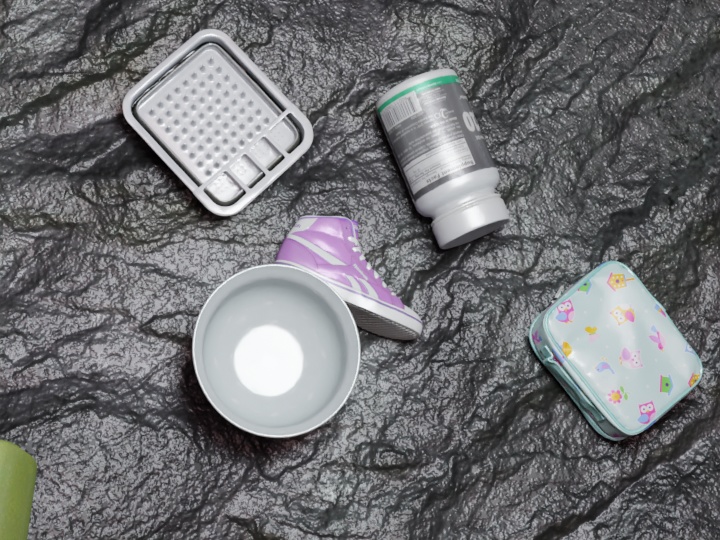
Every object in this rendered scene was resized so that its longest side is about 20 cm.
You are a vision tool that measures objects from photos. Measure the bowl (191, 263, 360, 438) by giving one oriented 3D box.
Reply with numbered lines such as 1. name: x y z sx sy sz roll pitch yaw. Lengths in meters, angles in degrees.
1. bowl: -0.103 0.101 1.717 0.199 0.090 0.203 2 77 -10

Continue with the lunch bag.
1. lunch bag: 0.310 0.100 1.809 0.160 0.077 0.201 -38 87 -16

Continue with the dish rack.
1. dish rack: -0.176 -0.178 1.791 0.172 0.044 0.200 -43 89 -16

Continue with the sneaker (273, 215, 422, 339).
1. sneaker: 0.000 0.000 1.774 0.199 0.073 0.115 28 67 -7

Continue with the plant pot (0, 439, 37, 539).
1. plant pot: -0.434 0.280 1.572 0.198 0.200 0.192 16 63 -7

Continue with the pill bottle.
1. pill bottle: 0.104 -0.136 1.803 0.112 0.113 0.202 -20 82 -15
